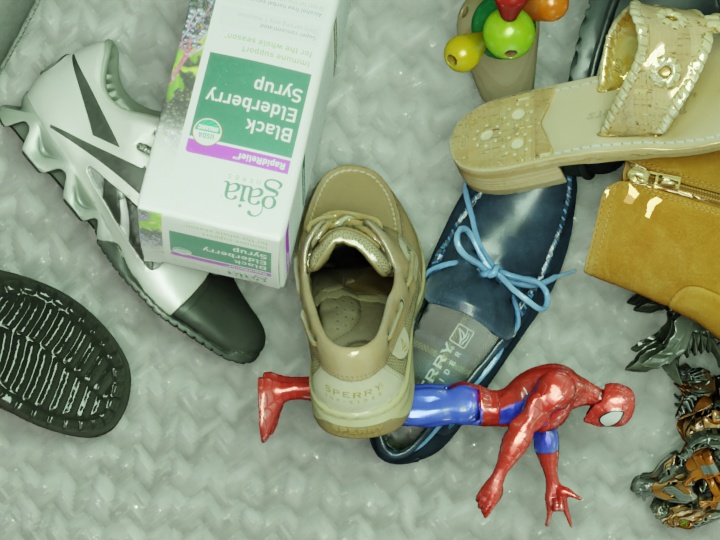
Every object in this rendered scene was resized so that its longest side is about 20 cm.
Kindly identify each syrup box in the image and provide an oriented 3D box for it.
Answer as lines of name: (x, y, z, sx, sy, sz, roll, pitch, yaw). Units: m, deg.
syrup box: (-0.057, -0.100, 1.354, 0.078, 0.082, 0.201, 12, 70, 3)

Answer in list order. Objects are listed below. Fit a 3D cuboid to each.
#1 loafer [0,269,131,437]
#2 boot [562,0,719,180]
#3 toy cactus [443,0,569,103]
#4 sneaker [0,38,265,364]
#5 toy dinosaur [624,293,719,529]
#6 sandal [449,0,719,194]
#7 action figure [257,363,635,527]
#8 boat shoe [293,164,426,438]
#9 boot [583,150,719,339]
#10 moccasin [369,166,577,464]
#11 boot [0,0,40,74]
loafer: (-0.220, 0.030, 1.433, 0.199, 0.071, 0.073, 31, 75, -12)
boot: (0.208, -0.127, 1.352, 0.167, 0.076, 0.202, 18, 87, 17)
toy cactus: (0.062, -0.155, 1.350, 0.102, 0.201, 0.166, -18, 133, -7)
sneaker: (-0.106, -0.040, 1.407, 0.088, 0.074, 0.200, -39, 92, 10)
toy dinosaur: (0.217, 0.052, 1.387, 0.136, 0.102, 0.200, 39, 91, -11)
sandal: (0.138, -0.100, 1.281, 0.210, 0.078, 0.070, -17, 137, 14)
action figure: (0.048, 0.097, 1.352, 0.198, 0.065, 0.100, -4, 94, 3)
boat shoe: (0.000, 0.000, 1.345, 0.071, 0.201, 0.065, -7, 129, 0)
boot: (0.184, 0.016, 1.298, 0.143, 0.071, 0.203, 8, 72, 6)
moccasin: (0.067, 0.022, 1.401, 0.080, 0.068, 0.201, 22, 98, 2)
boot: (-0.273, -0.136, 1.413, 0.181, 0.073, 0.201, 17, 104, -11)
